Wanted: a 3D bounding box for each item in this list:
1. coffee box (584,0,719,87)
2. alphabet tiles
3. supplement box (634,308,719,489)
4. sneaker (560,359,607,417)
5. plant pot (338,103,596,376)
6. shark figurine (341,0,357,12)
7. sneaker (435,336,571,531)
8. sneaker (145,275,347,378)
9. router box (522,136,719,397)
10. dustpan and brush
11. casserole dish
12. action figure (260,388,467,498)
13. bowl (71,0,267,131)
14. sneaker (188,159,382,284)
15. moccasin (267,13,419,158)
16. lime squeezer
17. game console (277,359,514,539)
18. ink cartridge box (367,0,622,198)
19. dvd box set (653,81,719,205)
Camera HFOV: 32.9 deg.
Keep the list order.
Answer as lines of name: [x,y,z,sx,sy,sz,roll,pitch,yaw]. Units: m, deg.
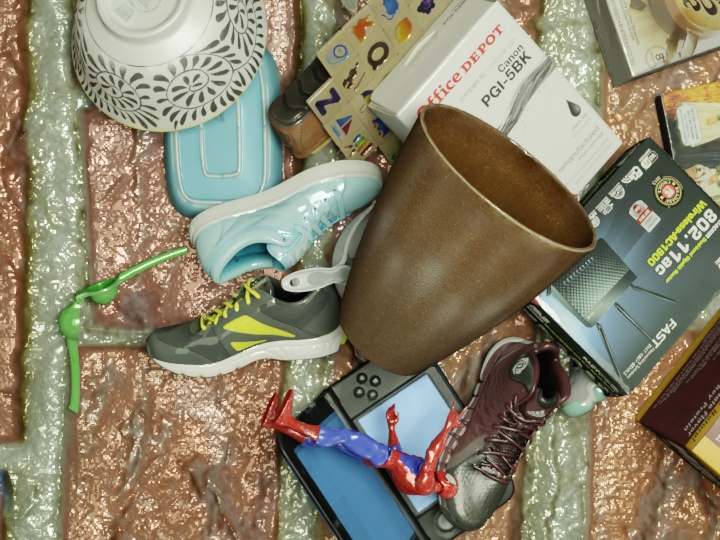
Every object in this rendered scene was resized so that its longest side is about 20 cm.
coffee box: [0.334,-0.271,1.205,0.198,0.080,0.114,-20,91,-1]
alphabet tiles: [0.042,-0.198,1.174,0.200,0.006,0.167,-44,135,-5]
supplement box: [0.393,0.120,1.156,0.133,0.200,0.198,39,89,-2]
sneaker: [0.220,0.034,1.215,0.139,0.078,0.201,35,80,-1]
plant pot: [0.073,-0.009,1.072,0.186,0.187,0.200,36,114,-2]
shark figurine: [0.048,-0.325,1.174,0.212,0.090,0.129,0,66,3]
sneaker: [0.141,0.152,1.165,0.075,0.115,0.201,24,73,-17]
sneaker: [-0.113,0.045,1.190,0.198,0.075,0.085,-9,119,-11]
router box: [0.254,-0.003,1.152,0.150,0.062,0.200,44,81,-2]
dustpan and brush: [0.000,0.000,1.163,0.199,0.057,0.141,-9,93,-33]
casserole dish: [-0.138,-0.141,1.212,0.120,0.039,0.202,-2,90,-3]
action figure: [0.017,0.145,1.138,0.199,0.065,0.100,31,71,-17]
bowl: [-0.194,-0.243,1.153,0.199,0.094,0.203,-2,76,7]
sneaker: [-0.064,-0.038,1.185,0.199,0.074,0.082,-22,61,0]
moccasin: [0.000,-0.190,1.196,0.073,0.078,0.202,33,78,36]
lime squeezer: [-0.255,0.042,1.212,0.070,0.038,0.201,35,89,-3]
game console: [0.040,0.191,1.186,0.170,0.118,0.201,-34,93,-1]
ink cartridge box: [0.129,-0.142,1.167,0.200,0.083,0.147,42,90,-24]
dvd box set: [0.410,-0.127,1.236,0.198,0.029,0.148,-11,92,-1]
